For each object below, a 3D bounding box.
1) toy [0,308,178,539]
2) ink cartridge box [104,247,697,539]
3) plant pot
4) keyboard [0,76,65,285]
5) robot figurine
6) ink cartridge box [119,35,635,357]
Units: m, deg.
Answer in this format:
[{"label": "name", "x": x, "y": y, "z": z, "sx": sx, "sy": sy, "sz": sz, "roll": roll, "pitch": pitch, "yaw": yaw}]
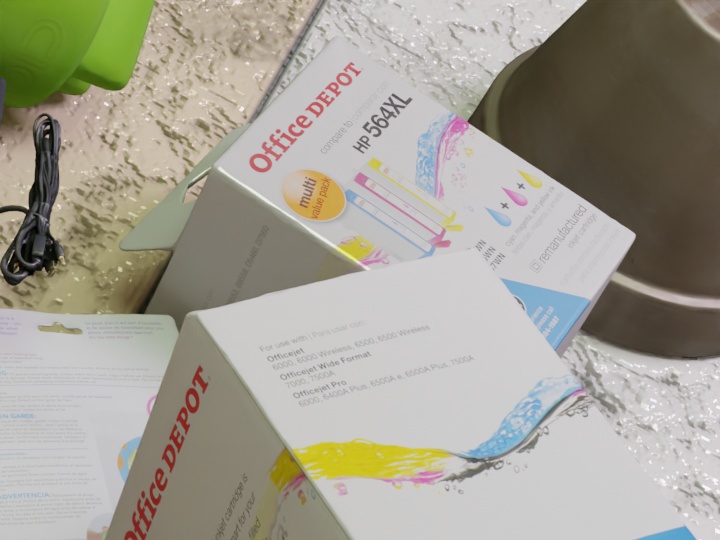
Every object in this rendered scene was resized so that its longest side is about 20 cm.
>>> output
[{"label": "toy", "x": -0.119, "y": 0.106, "z": 1.286, "sx": 0.115, "sy": 0.047, "sz": 0.200, "roll": 3, "pitch": 46, "yaw": -27}, {"label": "ink cartridge box", "x": 0.019, "y": 0.118, "z": 1.155, "sx": 0.145, "sy": 0.147, "sz": 0.200, "roll": -13, "pitch": 53, "yaw": -35}, {"label": "plant pot", "x": 0.170, "y": -0.085, "z": 1.519, "sx": 0.200, "sy": 0.174, "sz": 0.200, "roll": 13, "pitch": 45, "yaw": -13}, {"label": "keyboard", "x": -0.185, "y": -0.022, "z": 1.330, "sx": 0.021, "sy": 0.127, "sz": 0.200, "roll": 54, "pitch": 25, "yaw": -38}, {"label": "robot figurine", "x": -0.197, "y": -0.151, "z": 1.421, "sx": 0.200, "sy": 0.175, "sz": 0.116, "roll": 22, "pitch": 80, "yaw": -29}, {"label": "ink cartridge box", "x": 0.000, "y": 0.000, "z": 1.388, "sx": 0.200, "sy": 0.125, "sz": 0.129, "roll": 34, "pitch": 44, "yaw": 6}]
